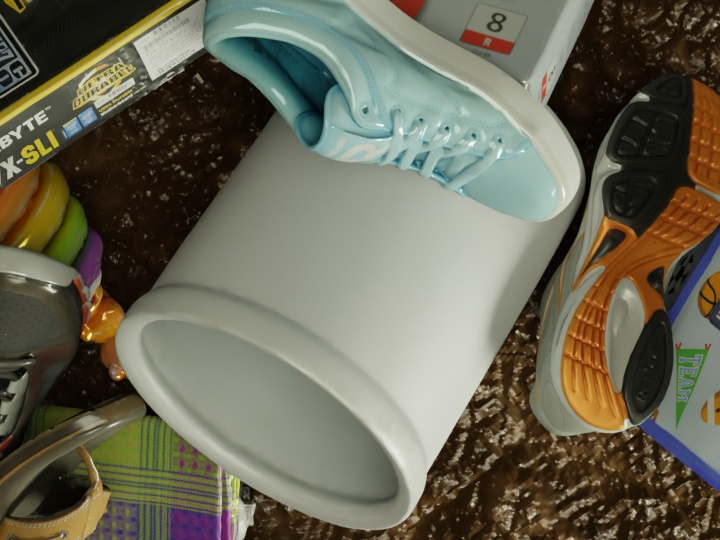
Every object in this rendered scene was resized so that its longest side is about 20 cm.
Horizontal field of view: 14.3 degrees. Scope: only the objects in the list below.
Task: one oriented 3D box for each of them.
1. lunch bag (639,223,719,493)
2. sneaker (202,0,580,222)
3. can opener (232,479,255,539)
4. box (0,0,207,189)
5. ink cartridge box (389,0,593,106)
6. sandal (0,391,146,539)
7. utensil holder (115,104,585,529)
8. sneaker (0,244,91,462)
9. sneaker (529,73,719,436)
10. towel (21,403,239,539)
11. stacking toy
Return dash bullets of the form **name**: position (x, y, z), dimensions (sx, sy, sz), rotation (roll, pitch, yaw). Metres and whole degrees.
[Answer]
- **lunch bag**: position (0.219, 0.028, 1.472), dimensions (0.123, 0.200, 0.170), rotation (32, 98, -9)
- **sneaker**: position (0.008, -0.071, 1.322), dimensions (0.200, 0.074, 0.082), rotation (34, 56, -9)
- **can opener**: position (-0.085, 0.070, 1.534), dimensions (0.066, 0.053, 0.201), rotation (-2, 100, -5)
- **box**: position (-0.178, -0.140, 1.377), dimensions (0.159, 0.200, 0.049), rotation (-34, 145, -4)
- **ink cartridge box**: position (0.045, -0.172, 1.418), dimensions (0.161, 0.050, 0.201), rotation (16, 61, 17)
- **sandal**: position (-0.170, 0.128, 1.492), dimensions (0.055, 0.082, 0.200), rotation (51, 120, 8)
- **utensil holder**: position (0.000, 0.000, 1.435), dimensions (0.170, 0.170, 0.200), rotation (38, 64, -10)
- **sneaker**: position (-0.187, 0.064, 1.459), dimensions (0.077, 0.082, 0.200), rotation (13, 144, -9)
- **sneaker**: position (0.128, -0.007, 1.456), dimensions (0.075, 0.092, 0.201), rotation (28, 69, -13)
- **towel**: position (-0.128, 0.173, 1.541), dimensions (0.143, 0.023, 0.201), rotation (5, 102, 24)
- **stacking toy**: position (-0.175, -0.010, 1.499), dimensions (0.109, 0.116, 0.200), rotation (-19, 128, 42)
